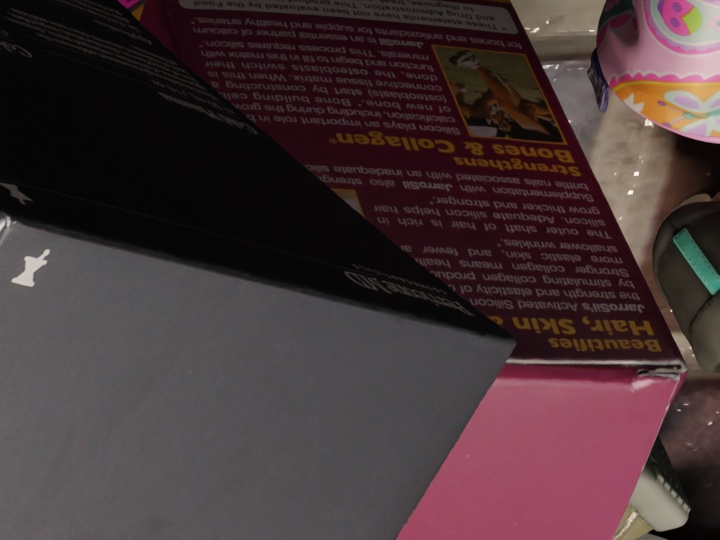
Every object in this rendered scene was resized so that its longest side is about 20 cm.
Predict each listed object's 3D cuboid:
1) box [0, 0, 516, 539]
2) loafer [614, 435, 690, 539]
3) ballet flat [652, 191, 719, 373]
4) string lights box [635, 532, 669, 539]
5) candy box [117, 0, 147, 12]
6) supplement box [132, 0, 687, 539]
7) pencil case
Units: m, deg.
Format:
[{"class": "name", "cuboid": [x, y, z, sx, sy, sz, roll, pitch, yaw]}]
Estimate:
[{"class": "box", "cuboid": [-0.097, -0.003, 0.744, 0.200, 0.182, 0.104, 15, 110, -52]}, {"class": "loafer", "cuboid": [0.057, 0.057, 1.115, 0.069, 0.075, 0.200, -31, 138, 12]}, {"class": "ballet flat", "cuboid": [0.142, 0.001, 1.070, 0.068, 0.068, 0.200, -42, 168, 6]}, {"class": "string lights box", "cuboid": [0.112, 0.187, 1.260, 0.102, 0.059, 0.201, 16, 143, 19]}, {"class": "candy box", "cuboid": [-0.129, -0.128, 0.810, 0.136, 0.061, 0.201, -40, 144, -22]}, {"class": "supplement box", "cuboid": [0.000, 0.000, 0.931, 0.130, 0.200, 0.104, 4, 128, -20]}, {"class": "pencil case", "cuboid": [0.128, -0.130, 0.918, 0.087, 0.088, 0.201, -2, 138, -15]}]
